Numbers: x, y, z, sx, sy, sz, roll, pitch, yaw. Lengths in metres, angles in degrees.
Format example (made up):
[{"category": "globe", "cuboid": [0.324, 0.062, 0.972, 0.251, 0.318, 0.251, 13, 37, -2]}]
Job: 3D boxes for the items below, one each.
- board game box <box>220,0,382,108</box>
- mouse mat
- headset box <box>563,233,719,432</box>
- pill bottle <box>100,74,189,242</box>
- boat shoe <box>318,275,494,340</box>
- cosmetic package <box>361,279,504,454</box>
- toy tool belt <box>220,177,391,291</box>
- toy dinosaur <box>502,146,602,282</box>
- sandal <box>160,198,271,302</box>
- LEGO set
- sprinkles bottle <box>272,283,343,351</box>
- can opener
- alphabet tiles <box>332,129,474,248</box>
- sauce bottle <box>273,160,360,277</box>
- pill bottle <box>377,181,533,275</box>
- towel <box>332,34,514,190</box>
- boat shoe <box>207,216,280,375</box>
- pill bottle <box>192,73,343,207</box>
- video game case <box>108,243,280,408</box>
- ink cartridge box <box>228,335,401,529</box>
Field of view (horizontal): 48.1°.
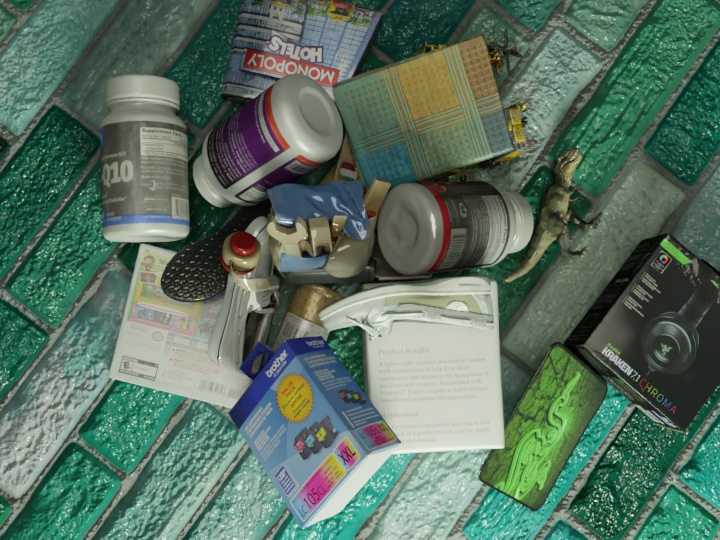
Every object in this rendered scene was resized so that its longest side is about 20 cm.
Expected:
[{"category": "board game box", "cuboid": [-0.086, -0.265, 1.089, 0.196, 0.062, 0.204, 12, 86, -1]}, {"category": "mouse mat", "cuboid": [0.242, 0.207, 1.051, 0.160, 0.007, 0.202, 35, 86, -39]}, {"category": "headset box", "cuboid": [0.403, 0.075, 1.066, 0.174, 0.093, 0.201, 40, 85, 1]}, {"category": "pill bottle", "cuboid": [-0.281, -0.143, 1.053, 0.111, 0.114, 0.204, -3, 87, -1]}, {"category": "boat shoe", "cuboid": [0.053, 0.048, 0.907, 0.198, 0.074, 0.066, -7, 83, -7]}, {"category": "cosmetic package", "cuboid": [0.084, 0.115, 1.022, 0.161, 0.165, 0.204, -2, 88, -2]}, {"category": "toy tool belt", "cuboid": [-0.065, -0.060, 0.955, 0.196, 0.124, 0.126, -9, 59, -22]}, {"category": "toy dinosaur", "cuboid": [0.274, -0.061, 1.095, 0.087, 0.047, 0.203, 24, 87, 15]}, {"category": "sandal", "cuboid": [-0.176, -0.021, 1.069, 0.075, 0.048, 0.200, 45, 64, 9]}, {"category": "LEGO set", "cuboid": [0.151, -0.218, 1.042, 0.151, 0.115, 0.204, 2, 79, -32]}, {"category": "sprinkles bottle", "cuboid": [-0.087, 0.114, 1.067, 0.067, 0.068, 0.203, 22, 87, 0]}, {"category": "can opener", "cuboid": [0.000, 0.000, 1.051, 0.196, 0.067, 0.054, -3, 54, -6]}, {"category": "alphabet tiles", "cuboid": [0.056, -0.106, 1.071, 0.197, 0.008, 0.170, 15, 92, -23]}, {"category": "sauce bottle", "cuboid": [-0.048, -0.077, 1.079, 0.065, 0.065, 0.201, 40, 87, 1]}, {"category": "pill bottle", "cuboid": [0.126, -0.057, 1.022, 0.197, 0.110, 0.113, -6, 87, -38]}, {"category": "towel", "cuboid": [0.077, -0.189, 0.998, 0.196, 0.022, 0.149, -16, 99, 15]}, {"category": "boat shoe", "cuboid": [-0.134, 0.035, 1.034, 0.065, 0.073, 0.204, 23, 105, 24]}, {"category": "pill bottle", "cuboid": [-0.123, -0.155, 1.022, 0.198, 0.112, 0.114, -25, 87, 36]}, {"category": "video game case", "cuboid": [-0.223, 0.077, 1.090, 0.196, 0.022, 0.186, 13, 87, 0]}, {"category": "ink cartridge box", "cuboid": [-0.066, 0.173, 0.949, 0.137, 0.076, 0.201, -51, 62, 23]}]
